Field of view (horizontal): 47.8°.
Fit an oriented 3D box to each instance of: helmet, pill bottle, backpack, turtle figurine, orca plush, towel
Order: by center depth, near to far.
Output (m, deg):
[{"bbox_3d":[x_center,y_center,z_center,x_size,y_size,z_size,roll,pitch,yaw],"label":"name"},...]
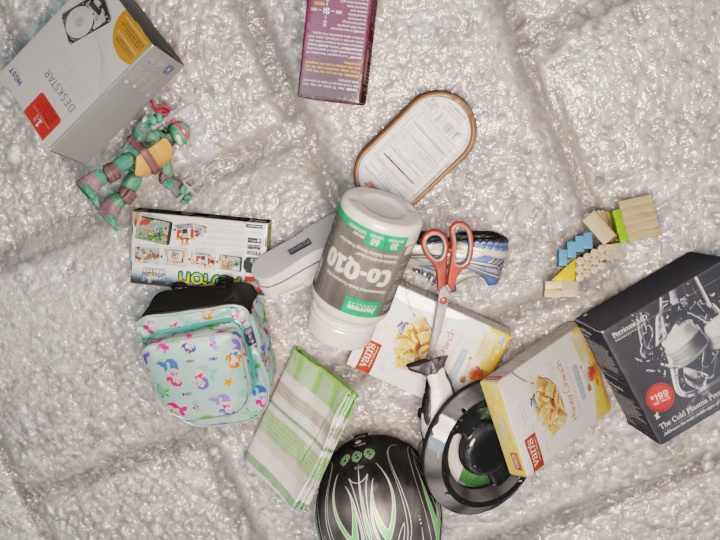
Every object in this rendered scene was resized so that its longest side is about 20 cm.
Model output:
[{"bbox_3d":[0.000,0.000,1.085,0.113,0.113,0.200,19,118,0],"label":"pill bottle"},{"bbox_3d":[-0.291,-0.151,1.135,0.200,0.101,0.150,-41,133,-13],"label":"turtle figurine"},{"bbox_3d":[0.095,0.210,1.154,0.105,0.071,0.200,-38,120,-29],"label":"orca plush"},{"bbox_3d":[-0.211,0.131,1.159,0.177,0.151,0.200,-8,121,7],"label":"backpack"},{"bbox_3d":[0.027,0.354,1.163,0.200,0.191,0.200,-1,127,-2],"label":"helmet"},{"bbox_3d":[-0.094,0.231,1.193,0.149,0.031,0.200,31,102,38],"label":"towel"}]

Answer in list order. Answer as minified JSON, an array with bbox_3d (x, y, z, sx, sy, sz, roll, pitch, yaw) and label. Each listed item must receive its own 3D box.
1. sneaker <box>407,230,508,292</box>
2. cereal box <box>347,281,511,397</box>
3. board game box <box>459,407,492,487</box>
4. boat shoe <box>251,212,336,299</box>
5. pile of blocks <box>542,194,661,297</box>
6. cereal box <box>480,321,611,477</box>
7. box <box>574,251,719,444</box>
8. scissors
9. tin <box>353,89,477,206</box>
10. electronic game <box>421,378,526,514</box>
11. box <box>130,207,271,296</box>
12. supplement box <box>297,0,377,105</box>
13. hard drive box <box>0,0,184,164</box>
[{"bbox_3d":[0.109,-0.008,1.154,0.200,0.077,0.085,1,106,4],"label":"sneaker"},{"bbox_3d":[0.098,0.111,1.185,0.200,0.040,0.144,23,105,-2],"label":"cereal box"},{"bbox_3d":[0.215,0.240,1.205,0.200,0.023,0.105,-45,119,10],"label":"board game box"},{"bbox_3d":[-0.056,-0.020,1.165,0.200,0.072,0.066,-31,136,-8],"label":"boat shoe"},{"bbox_3d":[0.328,-0.033,1.145,0.200,0.062,0.082,-37,85,2],"label":"pile of blocks"},{"bbox_3d":[0.263,0.176,1.137,0.200,0.039,0.144,-28,103,-35],"label":"cereal box"},{"bbox_3d":[0.435,0.103,1.122,0.200,0.104,0.182,-31,97,-2],"label":"box"},{"bbox_3d":[0.123,0.030,1.127,0.073,0.014,0.200,-7,108,-6],"label":"scissors"},{"bbox_3d":[0.075,-0.166,1.142,0.200,0.042,0.112,-44,92,11],"label":"tin"},{"bbox_3d":[0.172,0.248,1.143,0.200,0.042,0.200,-7,105,-26],"label":"electronic game"},{"bbox_3d":[-0.234,-0.028,1.190,0.200,0.035,0.110,6,102,2],"label":"box"},{"bbox_3d":[-0.026,-0.324,1.077,0.085,0.110,0.200,8,102,3],"label":"supplement box"},{"bbox_3d":[-0.364,-0.271,1.099,0.200,0.077,0.156,-42,71,10],"label":"hard drive box"}]
